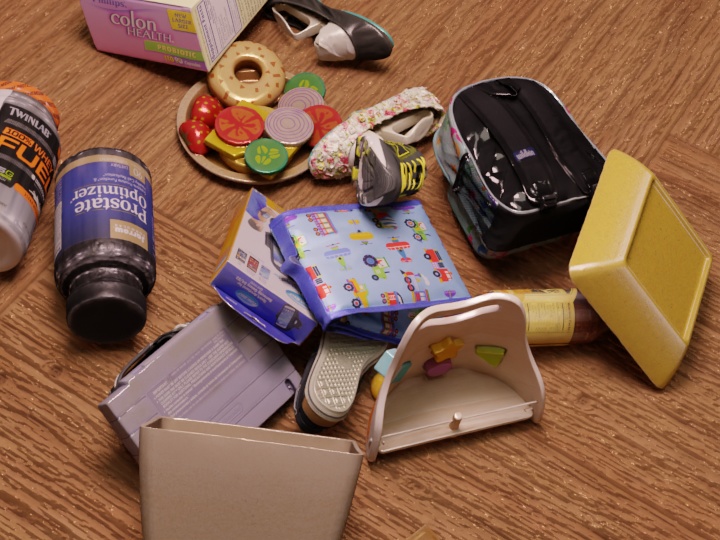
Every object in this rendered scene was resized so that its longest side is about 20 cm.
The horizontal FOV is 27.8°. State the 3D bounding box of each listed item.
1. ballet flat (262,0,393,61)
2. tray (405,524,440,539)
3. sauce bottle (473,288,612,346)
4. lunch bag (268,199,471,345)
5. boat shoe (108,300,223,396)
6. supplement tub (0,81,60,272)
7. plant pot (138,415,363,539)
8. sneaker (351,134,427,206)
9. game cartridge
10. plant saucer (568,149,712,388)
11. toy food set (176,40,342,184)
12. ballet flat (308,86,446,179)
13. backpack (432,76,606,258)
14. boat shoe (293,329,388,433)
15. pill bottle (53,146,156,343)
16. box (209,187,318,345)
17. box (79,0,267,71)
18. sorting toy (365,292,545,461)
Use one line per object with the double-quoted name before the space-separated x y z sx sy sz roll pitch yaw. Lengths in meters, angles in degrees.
"ballet flat" -0.049 -0.308 1.872 0.199 0.068 0.068 33 65 29
"tray" 0.093 0.349 1.402 0.098 0.037 0.200 -32 62 -28
"sauce bottle" 0.223 0.052 1.626 0.197 0.066 0.067 0 52 -18
"lunch bag" 0.000 0.000 1.571 0.198 0.094 0.151 5 46 -40
"boat shoe" -0.184 0.090 1.546 0.072 0.068 0.200 37 56 22
"supplement tub" -0.408 -0.108 1.631 0.121 0.123 0.202 9 52 0
"plant pot" -0.109 0.239 1.352 0.197 0.200 0.180 7 87 -2
"sneaker" 0.037 -0.116 1.624 0.083 0.075 0.200 4 13 -6
"game cartridge" -0.162 0.127 1.499 0.200 0.038 0.130 -40 96 -33
"plant saucer" 0.325 -0.007 1.617 0.200 0.048 0.201 47 48 -26
"toy food set" -0.124 -0.186 1.773 0.197 0.049 0.200 28 54 14
"ballet flat" 0.026 -0.164 1.757 0.199 0.076 0.064 -35 47 -27
"backpack" 0.180 -0.123 1.699 0.176 0.151 0.201 -16 64 -26
"boat shoe" -0.023 0.100 1.558 0.074 0.062 0.201 35 38 -7
"pill bottle" -0.279 -0.026 1.592 0.110 0.112 0.202 -3 53 -9
"box" -0.093 -0.002 1.569 0.118 0.042 0.201 35 24 -14
"box" -0.223 -0.360 1.836 0.174 0.097 0.201 13 49 25
"sorting toy" 0.096 0.092 1.507 0.198 0.181 0.108 -11 55 -16
